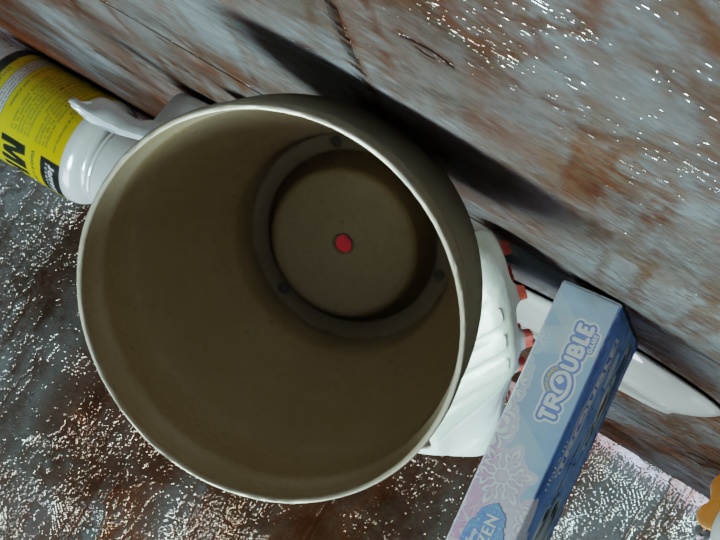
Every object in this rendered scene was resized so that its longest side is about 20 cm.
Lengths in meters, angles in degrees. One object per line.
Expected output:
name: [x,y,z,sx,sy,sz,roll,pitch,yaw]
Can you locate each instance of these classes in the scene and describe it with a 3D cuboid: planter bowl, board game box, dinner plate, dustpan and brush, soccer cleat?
planter bowl: [-0.025,-0.001,1.102,0.200,0.200,0.135,31,-156,8]
board game box: [0.112,0.117,1.371,0.043,0.200,0.199,24,176,13]
dinner plate: [0.175,0.063,1.612,0.200,0.024,0.200,31,179,1]
dustpan and brush: [-0.127,-0.097,1.595,0.200,0.057,0.140,33,177,-40]
soccer cleat: [0.059,0.053,1.340,0.200,0.077,0.069,92,166,-51]

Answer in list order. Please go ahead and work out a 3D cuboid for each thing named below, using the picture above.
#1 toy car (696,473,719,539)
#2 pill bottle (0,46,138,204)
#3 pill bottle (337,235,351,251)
toy car: [0.360,0.232,1.768,0.200,0.177,0.184,62,178,27]
pill bottle: [-0.293,-0.136,2.203,0.200,0.114,0.114,29,177,26]
pill bottle: [0.000,0.000,1.406,0.200,0.112,0.112,33,177,-27]
